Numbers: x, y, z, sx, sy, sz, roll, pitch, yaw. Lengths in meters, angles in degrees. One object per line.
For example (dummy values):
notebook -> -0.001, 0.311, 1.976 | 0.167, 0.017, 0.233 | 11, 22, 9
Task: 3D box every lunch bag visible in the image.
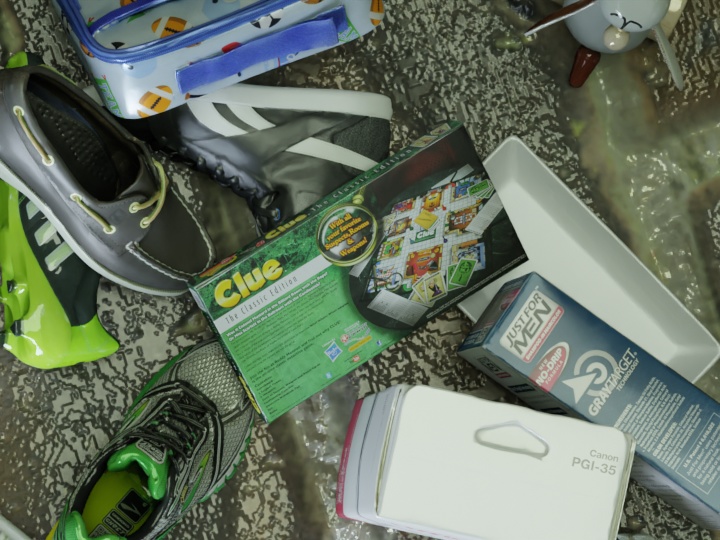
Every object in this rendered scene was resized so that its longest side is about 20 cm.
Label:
lunch bag -> -0.087, -0.179, 1.537 | 0.200, 0.076, 0.160 | -23, 44, -10

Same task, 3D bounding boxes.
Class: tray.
tray -> 0.130, 0.019, 1.617 | 0.200, 0.022, 0.107 | 45, 81, -2

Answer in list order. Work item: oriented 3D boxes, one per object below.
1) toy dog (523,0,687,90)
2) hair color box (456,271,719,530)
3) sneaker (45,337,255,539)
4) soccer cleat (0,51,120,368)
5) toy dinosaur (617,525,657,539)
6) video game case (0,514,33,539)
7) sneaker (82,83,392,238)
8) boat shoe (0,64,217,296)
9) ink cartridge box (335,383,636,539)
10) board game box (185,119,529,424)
toy dog -> 0.152, -0.155, 1.566 | 0.132, 0.200, 0.096 | 24, 100, 20
hair color box -> 0.163, 0.083, 1.555 | 0.200, 0.100, 0.061 | 35, 82, -4
sneaker -> -0.120, 0.118, 1.528 | 0.078, 0.085, 0.200 | 31, 58, 1
soccer cleat -> -0.192, -0.038, 1.565 | 0.081, 0.068, 0.200 | 0, 81, -31
toy dinosaur -> 0.168, 0.235, 1.587 | 0.102, 0.077, 0.200 | 10, 116, -6
video game case -> -0.221, 0.265, 1.521 | 0.200, 0.022, 0.182 | 35, 81, 16
sneaker -> -0.079, -0.061, 1.570 | 0.200, 0.073, 0.112 | 2, 86, -7
boat shoe -> -0.156, -0.052, 1.518 | 0.201, 0.061, 0.072 | 40, 56, -31
ink cartridge box -> 0.070, 0.125, 1.510 | 0.146, 0.200, 0.083 | 13, 84, -5
board game box -> 0.000, 0.000, 1.558 | 0.200, 0.023, 0.105 | -31, 113, -12
